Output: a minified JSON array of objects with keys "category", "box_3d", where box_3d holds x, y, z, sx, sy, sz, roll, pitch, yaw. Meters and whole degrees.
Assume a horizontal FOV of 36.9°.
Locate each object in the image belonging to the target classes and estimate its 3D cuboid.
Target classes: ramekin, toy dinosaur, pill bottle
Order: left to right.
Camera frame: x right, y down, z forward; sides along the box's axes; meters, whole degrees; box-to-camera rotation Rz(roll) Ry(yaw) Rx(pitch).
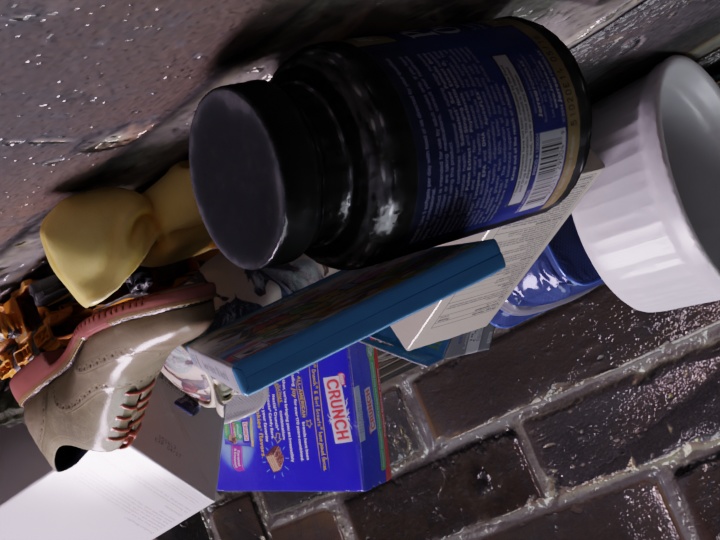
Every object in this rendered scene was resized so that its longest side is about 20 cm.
[{"category":"toy dinosaur","box_3d":[-0.256,0.092,0.881,0.198,0.048,0.089,-11,-144,46]},{"category":"pill bottle","box_3d":[0.017,-0.064,0.554,0.198,0.113,0.112,-16,169,-36]},{"category":"ramekin","box_3d":[0.253,-0.064,0.890,0.097,0.204,0.199,-20,175,39]}]

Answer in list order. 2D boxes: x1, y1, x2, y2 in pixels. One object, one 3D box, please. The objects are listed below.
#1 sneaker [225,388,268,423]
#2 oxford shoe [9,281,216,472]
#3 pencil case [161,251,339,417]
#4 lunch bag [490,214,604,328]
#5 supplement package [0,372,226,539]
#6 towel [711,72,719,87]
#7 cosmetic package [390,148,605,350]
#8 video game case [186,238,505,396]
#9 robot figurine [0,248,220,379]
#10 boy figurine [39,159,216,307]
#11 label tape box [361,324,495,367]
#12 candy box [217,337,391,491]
[{"category":"sneaker","box_3d":[-0.191,0.113,1.072,0.196,0.075,0.116,-4,-174,-7]},{"category":"oxford shoe","box_3d":[-0.140,0.066,0.649,0.070,0.076,0.199,-12,166,-44]},{"category":"pencil case","box_3d":[-0.058,0.014,0.751,0.199,0.090,0.078,-38,171,-30]},{"category":"lunch bag","box_3d":[0.180,-0.041,1.006,0.198,0.138,0.132,-17,170,-40]},{"category":"supplement package","box_3d":[-0.230,0.168,0.942,0.199,0.121,0.121,-33,124,24]},{"category":"towel","box_3d":[0.379,-0.189,1.032,0.197,0.022,0.147,-26,172,0]},{"category":"cosmetic package","box_3d":[0.095,-0.032,0.863,0.104,0.072,0.201,-13,147,-39]},{"category":"video game case","box_3d":[-0.019,0.022,0.592,0.141,0.018,0.200,-26,-175,-14]},{"category":"robot figurine","box_3d":[-0.176,0.032,0.775,0.144,0.059,0.198,-35,166,39]},{"category":"boy figurine","box_3d":[-0.090,-0.030,0.635,0.198,0.065,0.123,-17,175,-46]},{"category":"label tape box","box_3d":[0.048,0.037,1.096,0.142,0.064,0.199,19,-172,22]},{"category":"candy box","box_3d":[-0.075,0.147,1.155,0.197,0.173,0.077,-5,-178,28]}]
